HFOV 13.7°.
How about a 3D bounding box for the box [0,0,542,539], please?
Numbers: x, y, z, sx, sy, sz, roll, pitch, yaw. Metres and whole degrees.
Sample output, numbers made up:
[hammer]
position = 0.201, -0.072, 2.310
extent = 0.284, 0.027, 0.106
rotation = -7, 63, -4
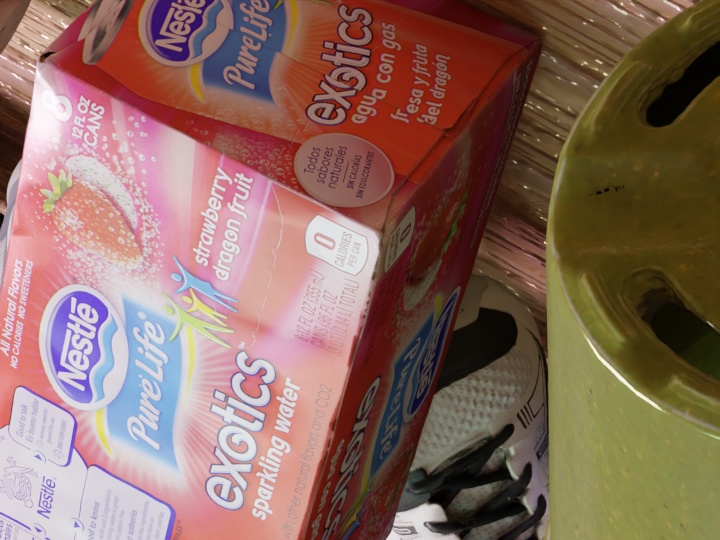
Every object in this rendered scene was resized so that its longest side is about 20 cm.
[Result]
[box]
position = -0.034, 0.013, 0.800
extent = 0.100, 0.095, 0.200
rotation = 26, 135, 12

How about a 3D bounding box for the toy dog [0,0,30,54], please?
[toy dog]
position = -0.155, -0.085, 0.855
extent = 0.132, 0.096, 0.200
rotation = 25, 165, 16

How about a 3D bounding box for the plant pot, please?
[plant pot]
position = 0.113, 0.039, 0.638
extent = 0.200, 0.200, 0.190
rotation = 21, 153, 27

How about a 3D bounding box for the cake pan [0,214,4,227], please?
[cake pan]
position = -0.205, -0.035, 1.129
extent = 0.200, 0.037, 0.200
rotation = 29, -179, 0

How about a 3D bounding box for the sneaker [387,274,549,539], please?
[sneaker]
position = 0.044, 0.076, 0.935
extent = 0.088, 0.076, 0.200
rotation = 58, 175, 31

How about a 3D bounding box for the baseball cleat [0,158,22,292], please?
[baseball cleat]
position = -0.087, -0.003, 0.991
extent = 0.070, 0.106, 0.200
rotation = 17, 172, -8
